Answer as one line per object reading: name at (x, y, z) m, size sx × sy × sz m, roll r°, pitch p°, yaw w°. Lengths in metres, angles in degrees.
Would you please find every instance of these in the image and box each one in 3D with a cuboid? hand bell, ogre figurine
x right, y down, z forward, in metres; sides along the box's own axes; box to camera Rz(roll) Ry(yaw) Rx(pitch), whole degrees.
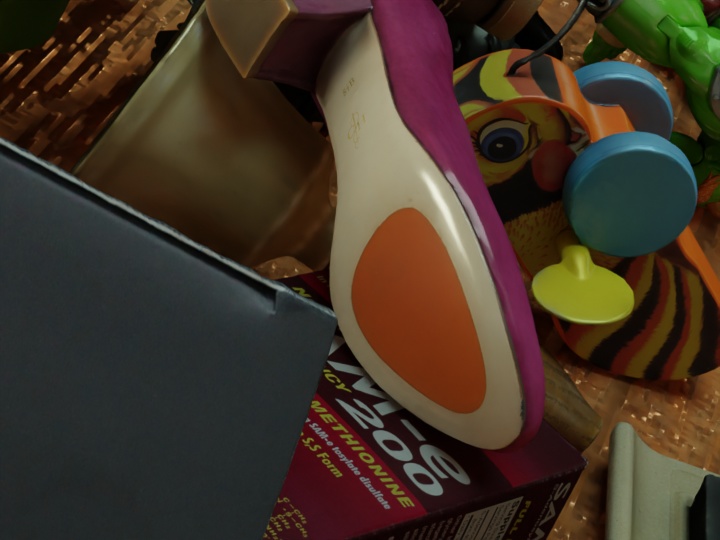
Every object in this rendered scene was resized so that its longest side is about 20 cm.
hand bell at (0.000, 0.000, 0.957) m, size 0.200 × 0.104 × 0.104 m, roll 38°, pitch 29°, yaw -7°
ogre figurine at (0.146, -0.092, 1.168) m, size 0.120 × 0.098 × 0.200 m, roll 48°, pitch -9°, yaw 23°

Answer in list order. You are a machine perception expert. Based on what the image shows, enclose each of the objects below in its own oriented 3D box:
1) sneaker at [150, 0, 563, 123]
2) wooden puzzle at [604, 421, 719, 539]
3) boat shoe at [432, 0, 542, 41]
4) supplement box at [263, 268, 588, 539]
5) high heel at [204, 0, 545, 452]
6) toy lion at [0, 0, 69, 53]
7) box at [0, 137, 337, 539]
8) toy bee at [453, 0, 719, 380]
sneaker at (0.007, -0.085, 1.082) m, size 0.098 × 0.071 × 0.200 m, roll 40°, pitch 31°, yaw 26°
wooden puzzle at (0.170, 0.133, 0.906) m, size 0.200 × 0.037 × 0.185 m, roll 23°, pitch 30°, yaw -7°
boat shoe at (0.036, -0.162, 1.087) m, size 0.070 × 0.070 × 0.200 m, roll 24°, pitch 25°, yaw -14°
supplement box at (-0.037, 0.063, 0.828) m, size 0.109 × 0.061 × 0.200 m, roll 43°, pitch 32°, yaw 26°
high heel at (0.029, -0.027, 0.882) m, size 0.096 × 0.067 × 0.200 m, roll 3°, pitch 52°, yaw -44°
toy lion at (-0.180, -0.151, 1.057) m, size 0.200 × 0.069 × 0.192 m, roll 41°, pitch 25°, yaw 23°
box at (-0.150, 0.015, 0.618) m, size 0.200 × 0.117 × 0.197 m, roll 11°, pitch -13°, yaw 44°
toy bee at (0.063, -0.041, 1.001) m, size 0.109 × 0.200 × 0.131 m, roll -16°, pitch 13°, yaw 7°
